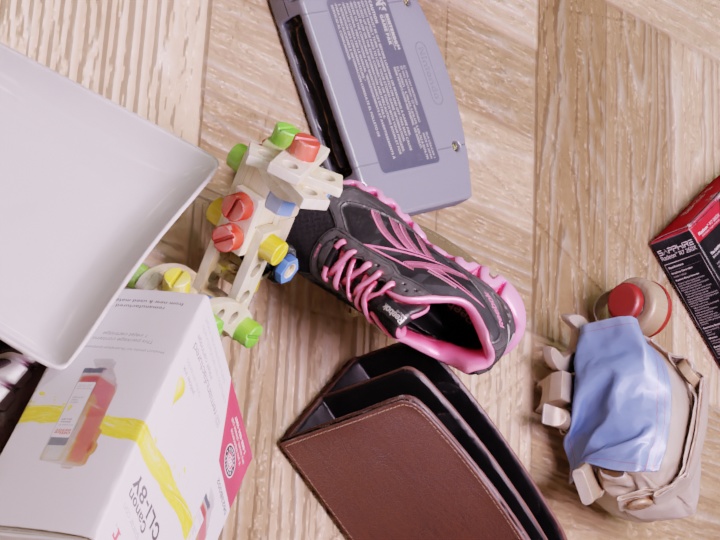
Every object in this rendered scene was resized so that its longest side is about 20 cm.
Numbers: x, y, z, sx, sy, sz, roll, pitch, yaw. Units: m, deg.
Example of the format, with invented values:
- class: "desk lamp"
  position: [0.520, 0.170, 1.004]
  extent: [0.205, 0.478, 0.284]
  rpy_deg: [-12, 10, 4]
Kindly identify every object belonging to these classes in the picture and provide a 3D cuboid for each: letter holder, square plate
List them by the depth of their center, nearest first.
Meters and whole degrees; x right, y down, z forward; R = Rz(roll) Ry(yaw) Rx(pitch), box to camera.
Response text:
- class: "square plate"
  position: [-0.216, -0.045, 1.315]
  extent: [0.198, 0.028, 0.200]
  rpy_deg: [28, 50, 6]
- class: "letter holder"
  position: [0.069, 0.150, 1.483]
  extent: [0.200, 0.142, 0.101]
  rpy_deg: [54, 46, -13]

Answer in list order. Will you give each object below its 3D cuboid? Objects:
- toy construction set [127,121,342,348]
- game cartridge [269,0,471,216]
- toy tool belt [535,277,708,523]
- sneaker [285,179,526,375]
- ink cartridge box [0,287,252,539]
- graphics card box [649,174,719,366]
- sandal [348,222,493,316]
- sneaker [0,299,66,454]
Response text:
- class: "toy construction set"
  position: [-0.080, -0.022, 1.386]
  extent: [0.092, 0.200, 0.131]
  rpy_deg: [48, 30, 16]
- class: "game cartridge"
  position: [0.012, -0.136, 1.617]
  extent: [0.133, 0.041, 0.201]
  rpy_deg: [-13, 84, -50]
- class: "toy tool belt"
  position: [0.194, 0.089, 1.643]
  extent: [0.123, 0.125, 0.201]
  rpy_deg: [22, 59, -46]
- class: "sneaker"
  position: [0.018, 0.008, 1.450]
  extent: [0.200, 0.079, 0.095]
  rpy_deg: [28, 24, 0]
- class: "ink cartridge box"
  position: [-0.142, 0.129, 1.272]
  extent: [0.200, 0.083, 0.145]
  rpy_deg: [-68, 155, -45]
- class: "graphics card box"
  position: [0.337, 0.025, 1.854]
  extent: [0.125, 0.051, 0.200]
  rpy_deg: [-41, 103, -45]
- class: "sandal"
  position: [0.001, -0.003, 1.541]
  extent: [0.211, 0.070, 0.078]
  rpy_deg: [30, 30, -8]
- class: "sneaker"
  position: [-0.211, 0.109, 1.296]
  extent: [0.200, 0.076, 0.116]
  rpy_deg: [-51, 121, -36]
